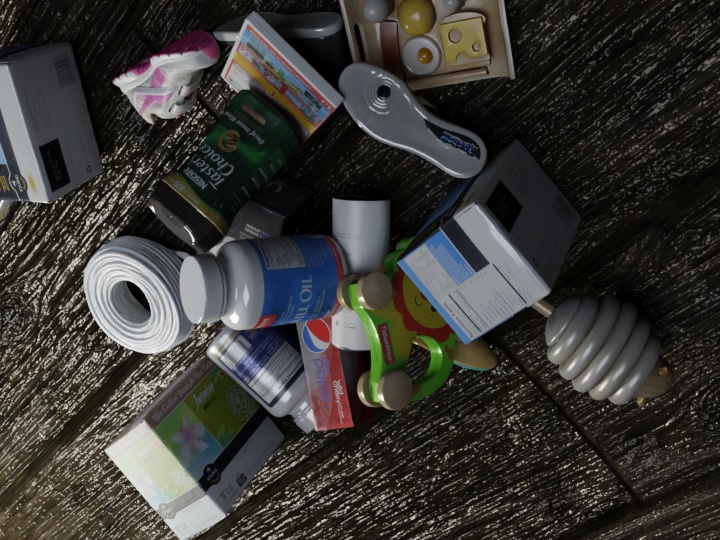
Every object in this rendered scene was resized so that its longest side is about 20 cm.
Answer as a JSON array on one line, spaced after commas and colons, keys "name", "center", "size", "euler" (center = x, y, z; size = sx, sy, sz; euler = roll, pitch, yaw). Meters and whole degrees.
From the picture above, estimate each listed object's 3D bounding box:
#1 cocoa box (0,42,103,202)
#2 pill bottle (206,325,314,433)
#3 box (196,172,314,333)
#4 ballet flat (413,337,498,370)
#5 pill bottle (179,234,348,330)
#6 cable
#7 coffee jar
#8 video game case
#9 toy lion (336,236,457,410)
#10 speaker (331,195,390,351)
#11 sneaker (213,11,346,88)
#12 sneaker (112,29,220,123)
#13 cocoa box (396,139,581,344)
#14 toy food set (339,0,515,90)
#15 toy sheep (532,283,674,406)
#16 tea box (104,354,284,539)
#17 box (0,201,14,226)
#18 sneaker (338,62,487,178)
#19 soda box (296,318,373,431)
[{"name": "cocoa box", "center": [-0.492, -0.219, 1.237], "size": [0.129, 0.133, 0.203], "euler": [4, 118, 24]}, {"name": "pill bottle", "center": [-0.128, 0.151, 1.283], "size": [0.200, 0.111, 0.111], "euler": [42, 126, -1]}, {"name": "box", "center": [-0.157, -0.036, 1.199], "size": [0.121, 0.106, 0.202], "euler": [25, 123, 10]}, {"name": "ballet flat", "center": [0.100, 0.078, 1.162], "size": [0.197, 0.069, 0.064], "euler": [19, 118, 15]}, {"name": "pill bottle", "center": [-0.123, 0.016, 1.065], "size": [0.112, 0.197, 0.114], "euler": [14, 107, 55]}, {"name": "cable", "center": [-0.355, 0.043, 1.360], "size": [0.197, 0.069, 0.203], "euler": [21, 123, 14]}, {"name": "coffee jar", "center": [-0.173, -0.125, 1.071], "size": [0.104, 0.085, 0.201], "euler": [37, 82, 13]}, {"name": "video game case", "center": [-0.103, -0.229, 1.045], "size": [0.143, 0.018, 0.200], "euler": [43, 164, -9]}, {"name": "toy lion", "center": [0.073, 0.059, 1.086], "size": [0.068, 0.189, 0.204], "euler": [-8, 95, 58]}, {"name": "speaker", "center": [0.000, 0.000, 1.127], "size": [0.080, 0.081, 0.204], "euler": [4, 101, 23]}, {"name": "sneaker", "center": [-0.101, -0.272, 1.071], "size": [0.197, 0.071, 0.100], "euler": [10, 132, 30]}, {"name": "sneaker", "center": [-0.249, -0.259, 1.142], "size": [0.198, 0.081, 0.089], "euler": [-9, 119, 46]}, {"name": "cocoa box", "center": [0.155, -0.037, 0.991], "size": [0.134, 0.200, 0.131], "euler": [48, 126, -6]}, {"name": "toy food set", "center": [0.078, -0.281, 0.984], "size": [0.197, 0.060, 0.146], "euler": [-3, 114, 27]}, {"name": "toy sheep", "center": [0.295, 0.089, 1.033], "size": [0.198, 0.138, 0.139], "euler": [29, 125, 9]}, {"name": "tea box", "center": [-0.264, 0.280, 1.363], "size": [0.133, 0.200, 0.197], "euler": [-36, 98, 35]}, {"name": "box", "center": [-0.656, -0.184, 1.397], "size": [0.200, 0.048, 0.158], "euler": [44, 126, -2]}, {"name": "sneaker", "center": [0.062, -0.174, 1.016], "size": [0.199, 0.112, 0.074], "euler": [35, 98, 3]}, {"name": "soda box", "center": [-0.040, 0.124, 1.213], "size": [0.069, 0.063, 0.204], "euler": [-12, 88, 30]}]
